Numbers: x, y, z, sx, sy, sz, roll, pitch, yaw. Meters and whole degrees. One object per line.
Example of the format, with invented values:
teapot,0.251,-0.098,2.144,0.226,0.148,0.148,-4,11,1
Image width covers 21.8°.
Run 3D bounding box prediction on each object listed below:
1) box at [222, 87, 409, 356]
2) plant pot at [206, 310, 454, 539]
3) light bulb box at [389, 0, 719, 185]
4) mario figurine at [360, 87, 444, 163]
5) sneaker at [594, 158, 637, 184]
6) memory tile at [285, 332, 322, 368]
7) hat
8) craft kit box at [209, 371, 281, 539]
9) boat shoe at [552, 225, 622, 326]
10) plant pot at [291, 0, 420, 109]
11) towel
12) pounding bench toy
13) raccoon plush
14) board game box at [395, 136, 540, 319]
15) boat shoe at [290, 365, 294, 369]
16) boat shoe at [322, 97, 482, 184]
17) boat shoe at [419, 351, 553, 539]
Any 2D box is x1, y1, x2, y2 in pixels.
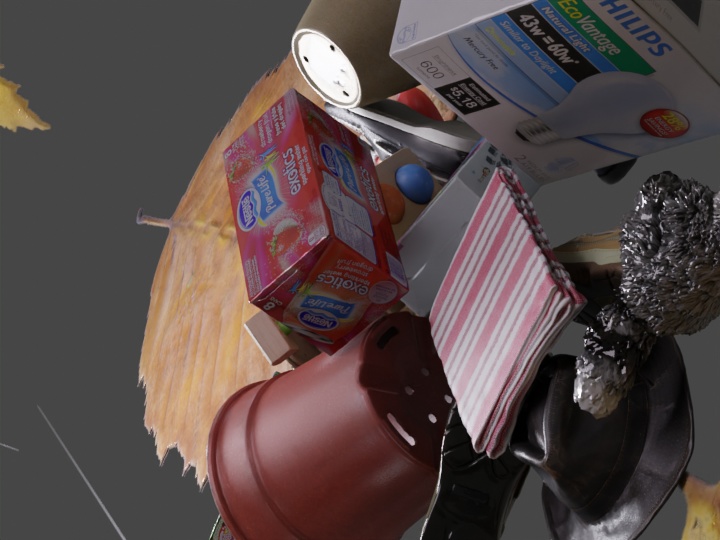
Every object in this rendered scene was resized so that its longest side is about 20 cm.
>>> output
box,-0.041,-0.042,1.552,0.095,0.099,0.201,-39,38,21
plant pot,0.004,0.143,1.582,0.195,0.200,0.202,-39,33,42
light bulb box,0.165,-0.182,1.378,0.199,0.198,0.126,-16,51,41
mario figurine,0.020,-0.093,1.914,0.123,0.106,0.201,20,96,38
sneaker,0.185,-0.155,1.548,0.075,0.087,0.201,-52,23,39
memory tile,-0.013,0.044,1.782,0.017,0.153,0.201,-40,29,35
hat,0.155,0.114,1.331,0.201,0.080,0.201,-53,23,35
craft kit box,-0.104,0.204,1.938,0.200,0.048,0.199,98,-164,-87
boat shoe,0.195,-0.004,1.404,0.076,0.072,0.200,-48,16,-14
plant pot,0.032,-0.252,1.818,0.200,0.188,0.187,-41,6,-26
towel,0.104,0.028,1.396,0.200,0.030,0.147,-108,38,-59
pounding bench toy,0.000,0.000,1.683,0.156,0.124,0.200,-45,-6,38
raccoon plush,0.231,0.021,1.225,0.134,0.096,0.201,25,97,66
board game box,0.109,-0.070,1.587,0.148,0.064,0.200,-48,0,45
boat shoe,-0.026,0.092,1.822,0.074,0.074,0.200,-21,21,19
boat shoe,0.042,-0.128,1.830,0.074,0.199,0.061,-19,-56,-55
boat shoe,0.097,0.150,1.462,0.074,0.075,0.201,7,-76,-79
